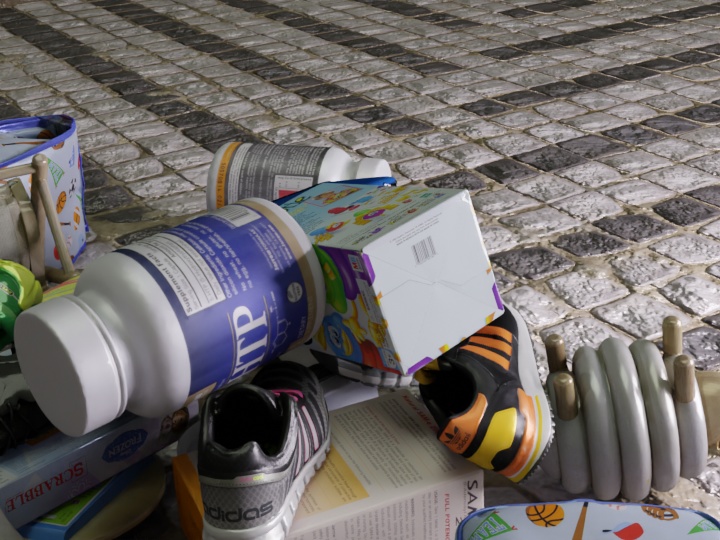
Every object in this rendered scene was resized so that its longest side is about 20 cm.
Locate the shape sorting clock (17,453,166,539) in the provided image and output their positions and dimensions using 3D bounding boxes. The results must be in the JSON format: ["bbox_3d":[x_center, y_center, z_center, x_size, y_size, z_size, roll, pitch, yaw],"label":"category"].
[{"bbox_3d":[-0.251,0.174,0.861,0.198,0.040,0.200,-3,21,1],"label":"shape sorting clock"}]

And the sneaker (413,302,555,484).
[{"bbox_3d":[0.081,0.071,0.836,0.090,0.070,0.201,22,26,-20],"label":"sneaker"}]

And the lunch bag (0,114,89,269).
[{"bbox_3d":[-0.394,-0.072,1.245,0.123,0.171,0.200,19,33,28],"label":"lunch bag"}]

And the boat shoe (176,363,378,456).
[{"bbox_3d":[-0.074,0.124,0.929,0.199,0.069,0.056,-14,28,-39],"label":"boat shoe"}]

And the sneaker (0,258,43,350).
[{"bbox_3d":[-0.346,0.055,0.872,0.199,0.074,0.084,-25,33,14],"label":"sneaker"}]

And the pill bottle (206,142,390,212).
[{"bbox_3d":[-0.070,-0.088,1.295,0.198,0.117,0.116,5,26,16],"label":"pill bottle"}]

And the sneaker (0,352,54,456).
[{"bbox_3d":[-0.247,0.095,0.815,0.198,0.076,0.091,-9,34,-10],"label":"sneaker"}]

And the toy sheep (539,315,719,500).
[{"bbox_3d":[0.197,0.113,0.853,0.198,0.139,0.138,-7,24,10],"label":"toy sheep"}]

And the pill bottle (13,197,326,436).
[{"bbox_3d":[-0.133,0.034,0.780,0.199,0.121,0.119,-26,34,-37],"label":"pill bottle"}]

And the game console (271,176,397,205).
[{"bbox_3d":[-0.071,-0.010,1.096,0.199,0.119,0.170,-25,16,-38],"label":"game console"}]

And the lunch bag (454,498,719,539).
[{"bbox_3d":[0.152,0.220,0.697,0.198,0.076,0.161,-3,28,-3],"label":"lunch bag"}]

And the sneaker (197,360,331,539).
[{"bbox_3d":[-0.065,0.106,0.762,0.073,0.088,0.200,1,26,10],"label":"sneaker"}]

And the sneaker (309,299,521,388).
[{"bbox_3d":[0.057,0.042,0.962,0.199,0.116,0.075,11,19,-28],"label":"sneaker"}]

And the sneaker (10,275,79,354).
[{"bbox_3d":[-0.210,0.027,0.967,0.199,0.079,0.090,-10,19,-22],"label":"sneaker"}]

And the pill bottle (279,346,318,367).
[{"bbox_3d":[0.006,0.018,1.086,0.199,0.117,0.116,-25,33,-39],"label":"pill bottle"}]

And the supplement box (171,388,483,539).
[{"bbox_3d":[-0.024,0.170,0.812,0.199,0.074,0.126,-14,28,-20],"label":"supplement box"}]

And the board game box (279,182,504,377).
[{"bbox_3d":[0.000,0.000,0.868,0.105,0.104,0.199,-29,20,-27],"label":"board game box"}]

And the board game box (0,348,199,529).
[{"bbox_3d":[-0.268,0.122,0.885,0.199,0.041,0.199,14,26,37],"label":"board game box"}]

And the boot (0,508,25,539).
[{"bbox_3d":[-0.182,0.207,0.719,0.130,0.068,0.200,-16,56,-32],"label":"boot"}]

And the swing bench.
[{"bbox_3d":[-0.386,0.001,1.042,0.198,0.131,0.200,-15,-9,-26],"label":"swing bench"}]
